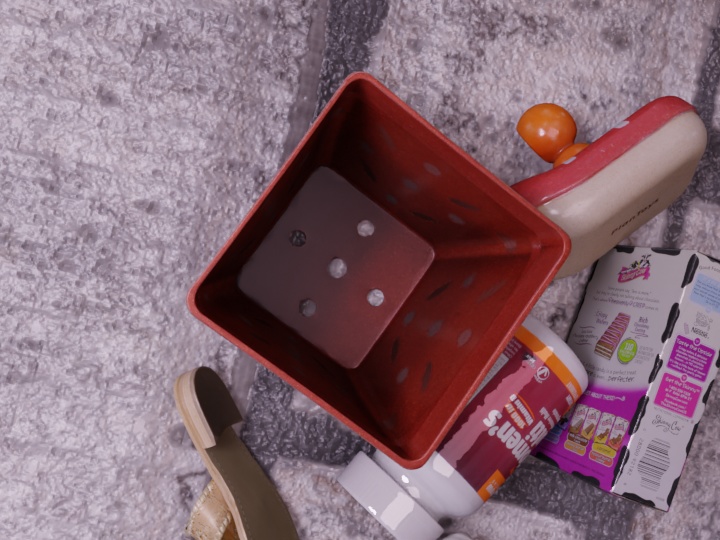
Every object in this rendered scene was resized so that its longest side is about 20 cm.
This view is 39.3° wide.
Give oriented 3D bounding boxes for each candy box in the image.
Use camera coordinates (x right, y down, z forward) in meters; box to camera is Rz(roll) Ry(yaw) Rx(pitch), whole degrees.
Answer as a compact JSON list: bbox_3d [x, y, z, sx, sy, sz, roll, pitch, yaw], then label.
[{"bbox_3d":[0.226,0.082,0.836,0.061,0.136,0.200,21,87,-19],"label":"candy box"}]

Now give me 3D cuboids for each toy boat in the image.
[{"bbox_3d":[0.180,-0.087,0.846,0.200,0.131,0.131,-35,68,-11],"label":"toy boat"}]

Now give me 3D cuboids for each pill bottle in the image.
[{"bbox_3d":[0.082,0.127,0.818,0.110,0.110,0.200,45,81,-10],"label":"pill bottle"}]

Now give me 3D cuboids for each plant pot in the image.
[{"bbox_3d":[0.000,0.000,0.763,0.200,0.176,0.200,37,83,-10],"label":"plant pot"}]

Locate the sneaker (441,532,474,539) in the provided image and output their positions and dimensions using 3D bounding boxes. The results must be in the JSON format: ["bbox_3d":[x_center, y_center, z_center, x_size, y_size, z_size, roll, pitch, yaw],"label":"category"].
[{"bbox_3d":[0.105,0.307,0.825,0.081,0.083,0.200,-35,121,-7],"label":"sneaker"}]

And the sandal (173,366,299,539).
[{"bbox_3d":[-0.113,0.185,0.809,0.070,0.078,0.212,-24,89,20],"label":"sandal"}]
